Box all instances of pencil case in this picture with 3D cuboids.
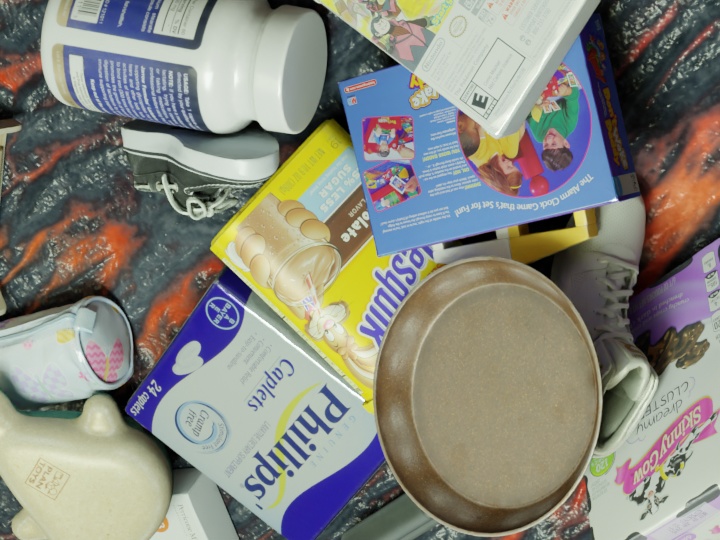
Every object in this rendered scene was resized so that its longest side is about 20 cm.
[{"bbox_3d":[-0.296,0.077,1.855,0.199,0.083,0.091,-11,125,30],"label":"pencil case"}]

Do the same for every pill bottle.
[{"bbox_3d":[-0.133,-0.167,1.601,0.199,0.116,0.116,12,125,19],"label":"pill bottle"}]

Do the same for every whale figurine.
[{"bbox_3d":[-0.258,0.164,1.832,0.199,0.104,0.160,28,109,-11],"label":"whale figurine"}]

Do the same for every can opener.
[{"bbox_3d":[0.057,0.187,1.788,0.200,0.052,0.067,-42,63,36],"label":"can opener"}]

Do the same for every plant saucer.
[{"bbox_3d":[0.097,0.091,1.520,0.199,0.034,0.202,-2,87,38],"label":"plant saucer"}]

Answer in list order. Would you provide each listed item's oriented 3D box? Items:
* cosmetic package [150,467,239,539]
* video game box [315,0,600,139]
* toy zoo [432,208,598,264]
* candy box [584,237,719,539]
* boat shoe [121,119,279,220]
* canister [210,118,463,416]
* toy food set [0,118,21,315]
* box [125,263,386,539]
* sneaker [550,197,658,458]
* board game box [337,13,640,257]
[{"bbox_3d":[-0.178,0.281,1.951,0.150,0.052,0.201,-9,116,27],"label":"cosmetic package"},{"bbox_3d":[0.083,-0.224,1.452,0.182,0.047,0.201,38,113,13],"label":"video game box"},{"bbox_3d":[0.103,-0.083,1.555,0.131,0.020,0.201,-10,92,30],"label":"toy zoo"},{"bbox_3d":[0.242,0.106,1.540,0.071,0.201,0.168,25,134,-31],"label":"candy box"},{"bbox_3d":[-0.126,-0.076,1.638,0.199,0.073,0.069,12,112,50],"label":"boat shoe"},{"bbox_3d":[0.000,0.000,1.628,0.200,0.149,0.087,44,168,-2],"label":"canister"},{"bbox_3d":[-0.360,-0.034,1.772,0.060,0.143,0.201,49,139,39],"label":"toy food set"},{"bbox_3d":[-0.062,0.097,1.743,0.200,0.105,0.184,37,129,-1],"label":"box"},{"bbox_3d":[0.188,0.038,1.542,0.073,0.115,0.201,14,97,-31],"label":"sneaker"},{"bbox_3d":[0.091,-0.096,1.521,0.199,0.045,0.135,-12,90,30],"label":"board game box"}]
